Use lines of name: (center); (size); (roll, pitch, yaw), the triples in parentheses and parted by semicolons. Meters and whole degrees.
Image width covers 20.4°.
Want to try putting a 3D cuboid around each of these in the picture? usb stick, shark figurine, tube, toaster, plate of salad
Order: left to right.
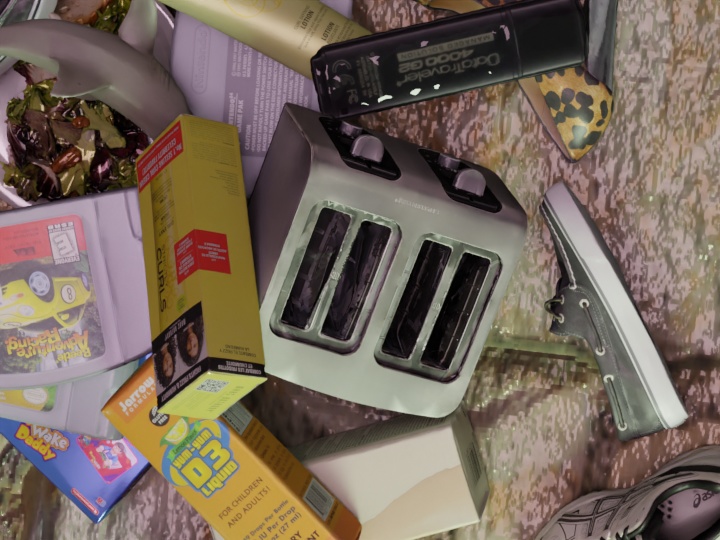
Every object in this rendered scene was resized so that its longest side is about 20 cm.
shark figurine: (-0.222, -0.140, 1.420); (0.213, 0.090, 0.129); (10, 126, 7)
plate of salad: (-0.222, -0.134, 1.524); (0.198, 0.048, 0.202); (1, 97, 8)
tube: (-0.078, -0.190, 1.431); (0.199, 0.058, 0.052); (30, 117, -3)
toaster: (0.000, 0.000, 1.437); (0.180, 0.119, 0.201); (17, 103, -20)
usb stick: (0.064, -0.151, 1.402); (0.198, 0.033, 0.056); (-14, 105, -6)

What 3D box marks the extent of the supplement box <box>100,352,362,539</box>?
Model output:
supplement box: (-0.092, 0.143, 1.426); (0.200, 0.069, 0.067); (45, 104, -1)

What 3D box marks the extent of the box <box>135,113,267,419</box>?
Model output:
box: (-0.113, -0.003, 1.389); (0.075, 0.050, 0.202); (-36, 52, 46)

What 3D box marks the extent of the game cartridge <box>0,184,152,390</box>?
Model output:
game cartridge: (-0.236, 0.018, 1.470); (0.198, 0.041, 0.134); (-10, 98, 9)

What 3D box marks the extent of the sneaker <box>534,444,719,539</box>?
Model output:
sneaker: (0.199, 0.195, 1.472); (0.199, 0.088, 0.076); (-35, 92, 13)

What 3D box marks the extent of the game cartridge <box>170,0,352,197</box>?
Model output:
game cartridge: (-0.075, -0.154, 1.485); (0.132, 0.040, 0.202); (5, 97, -5)

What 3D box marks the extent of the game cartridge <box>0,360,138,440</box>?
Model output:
game cartridge: (-0.264, 0.044, 1.512); (0.198, 0.040, 0.135); (11, 94, 7)

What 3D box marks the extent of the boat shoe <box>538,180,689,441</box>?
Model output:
boat shoe: (0.171, 0.035, 1.472); (0.066, 0.070, 0.201); (-27, 99, 10)

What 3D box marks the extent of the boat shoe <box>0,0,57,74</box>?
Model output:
boat shoe: (-0.303, -0.177, 1.499); (0.200, 0.068, 0.072); (-43, 69, 20)

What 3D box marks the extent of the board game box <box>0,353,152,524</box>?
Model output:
board game box: (-0.229, 0.077, 1.550); (0.200, 0.045, 0.135); (43, 101, 2)

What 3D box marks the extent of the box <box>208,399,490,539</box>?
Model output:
box: (-0.010, 0.166, 1.500); (0.198, 0.095, 0.078); (-16, 96, 12)

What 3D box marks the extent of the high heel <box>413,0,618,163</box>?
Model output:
high heel: (0.090, -0.157, 1.453); (0.198, 0.071, 0.144); (6, 91, -2)
